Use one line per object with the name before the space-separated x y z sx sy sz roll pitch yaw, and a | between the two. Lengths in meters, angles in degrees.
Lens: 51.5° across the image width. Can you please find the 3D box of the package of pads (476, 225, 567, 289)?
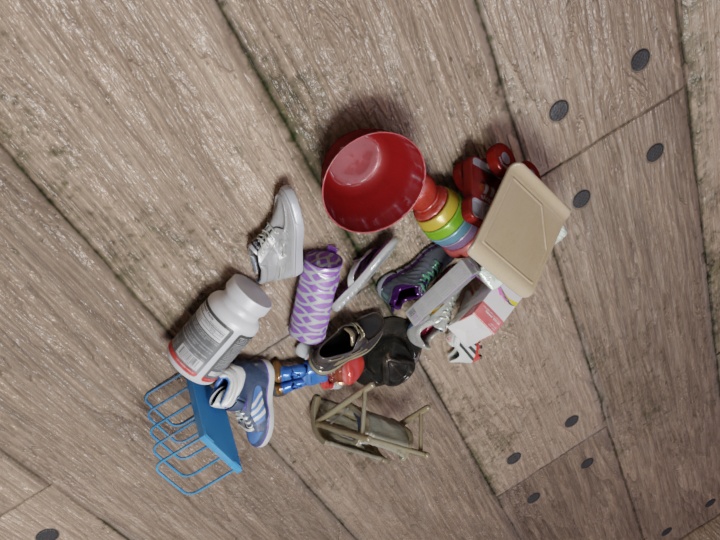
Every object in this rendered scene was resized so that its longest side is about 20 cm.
package of pads | 0.321 -0.052 1.576 0.200 0.155 0.068 -37 102 3

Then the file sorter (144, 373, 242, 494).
file sorter | -0.339 0.320 1.486 0.123 0.200 0.139 -32 131 1

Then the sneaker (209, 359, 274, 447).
sneaker | -0.255 0.283 1.543 0.146 0.080 0.201 -6 108 -44

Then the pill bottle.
pill bottle | -0.267 0.111 1.427 0.200 0.116 0.116 -48 130 11

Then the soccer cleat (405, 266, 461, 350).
soccer cleat | 0.181 0.087 1.639 0.070 0.086 0.200 28 99 -38

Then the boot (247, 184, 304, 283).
boot | -0.161 -0.059 1.384 0.095 0.074 0.200 -18 130 -23

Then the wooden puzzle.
wooden puzzle | 0.299 -0.075 1.412 0.185 0.037 0.200 35 79 -31

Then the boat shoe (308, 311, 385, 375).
boat shoe | -0.019 0.147 1.564 0.200 0.075 0.073 -37 168 -29

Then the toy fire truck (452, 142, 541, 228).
toy fire truck | 0.270 -0.137 1.460 0.200 0.168 0.112 23 149 -36

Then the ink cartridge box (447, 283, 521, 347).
ink cartridge box | 0.289 0.065 1.614 0.067 0.116 0.200 45 61 -3

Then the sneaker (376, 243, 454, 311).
sneaker | 0.135 0.017 1.575 0.200 0.088 0.074 -34 131 0

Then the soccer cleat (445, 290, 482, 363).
soccer cleat | 0.238 0.135 1.727 0.085 0.069 0.200 -8 125 -4

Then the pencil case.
pencil case | -0.089 0.054 1.499 0.085 0.084 0.200 -37 149 -52

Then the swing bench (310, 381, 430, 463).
swing bench | 0.020 0.352 1.678 0.199 0.130 0.200 26 146 -37

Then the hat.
hat | 0.066 0.207 1.681 0.200 0.081 0.201 -12 127 -17

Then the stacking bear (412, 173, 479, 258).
stacking bear | 0.153 -0.121 1.475 0.121 0.114 0.200 -36 125 25

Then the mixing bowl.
mixing bowl | 0.006 -0.179 1.359 0.200 0.108 0.201 -13 127 -18

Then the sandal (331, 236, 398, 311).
sandal | -0.002 0.001 1.519 0.050 0.082 0.203 41 105 4

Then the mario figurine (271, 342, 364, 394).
mario figurine | -0.091 0.209 1.627 0.199 0.106 0.123 -8 164 -9

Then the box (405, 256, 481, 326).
box | 0.169 0.046 1.546 0.039 0.041 0.200 -17 156 -47
